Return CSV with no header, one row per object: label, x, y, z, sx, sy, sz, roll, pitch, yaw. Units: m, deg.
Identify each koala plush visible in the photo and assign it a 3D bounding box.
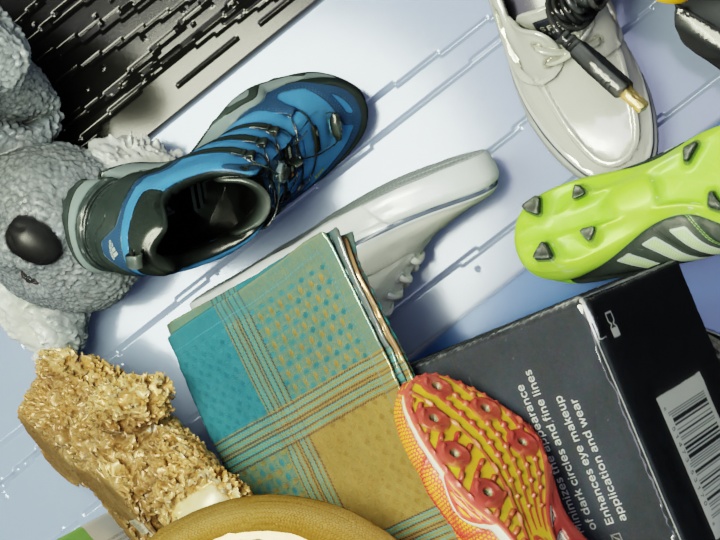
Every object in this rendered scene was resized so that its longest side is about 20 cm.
koala plush,-0.201,-0.050,1.008,0.200,0.184,0.178,35,98,-15

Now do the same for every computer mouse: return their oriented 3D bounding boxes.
computer mouse,0.198,-0.124,0.949,0.200,0.046,0.140,43,62,2

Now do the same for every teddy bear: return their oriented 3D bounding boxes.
teddy bear,-0.111,0.109,0.973,0.067,0.200,0.145,-41,118,-21

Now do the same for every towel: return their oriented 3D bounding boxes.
towel,-0.017,0.093,0.925,0.146,0.022,0.201,-28,86,39

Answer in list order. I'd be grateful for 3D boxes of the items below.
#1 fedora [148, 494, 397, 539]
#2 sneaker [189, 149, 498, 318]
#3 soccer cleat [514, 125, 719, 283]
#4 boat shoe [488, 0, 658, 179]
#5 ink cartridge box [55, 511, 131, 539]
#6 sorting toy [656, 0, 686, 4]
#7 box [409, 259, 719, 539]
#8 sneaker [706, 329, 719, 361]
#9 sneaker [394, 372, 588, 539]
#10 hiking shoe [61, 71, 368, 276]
fedora,-0.039,0.213,0.865,0.200,0.082,0.201,-2,70,6
sneaker,0.000,0.000,1.012,0.200,0.073,0.071,-30,96,17
soccer cleat,0.182,-0.034,0.957,0.199,0.081,0.068,-13,73,25
boat shoe,0.112,-0.140,0.988,0.072,0.066,0.201,-20,88,8
ink cartridge box,-0.107,0.237,0.986,0.200,0.145,0.084,39,97,6
sorting toy,0.170,-0.252,0.891,0.107,0.180,0.200,-29,68,-28
box,0.101,0.124,0.932,0.200,0.117,0.197,-24,87,36
sneaker,0.220,0.101,0.964,0.200,0.087,0.074,44,96,6
sneaker,0.074,0.138,0.841,0.200,0.073,0.077,55,135,15
hiking shoe,-0.062,-0.046,0.970,0.200,0.087,0.075,-33,122,-28
